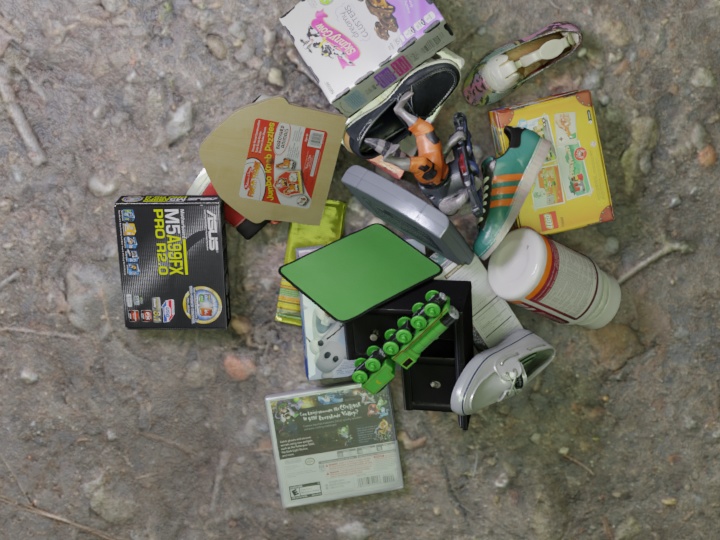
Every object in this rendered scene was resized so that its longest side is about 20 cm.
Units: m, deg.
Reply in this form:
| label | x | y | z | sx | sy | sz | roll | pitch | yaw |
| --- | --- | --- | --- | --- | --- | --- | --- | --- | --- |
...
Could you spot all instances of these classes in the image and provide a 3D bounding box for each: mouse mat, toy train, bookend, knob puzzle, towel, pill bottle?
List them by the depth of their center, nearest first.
| label | x | y | z | sx | sy | sz | roll | pitch | yaw |
| --- | --- | --- | --- | --- | --- | --- | --- | --- | --- |
| toy train | 0.062 | 0.102 | 1.515 | 0.056 | 0.042 | 0.200 | 36 | 122 | -17 |
| knob puzzle | -0.136 | -0.163 | 1.582 | 0.217 | 0.031 | 0.222 | -4 | 120 | -7 |
| mouse mat | 0.000 | 0.000 | 1.584 | 0.199 | 0.161 | 0.008 | -27 | 135 | -29 |
| bookend | 0.064 | 0.119 | 1.600 | 0.197 | 0.092 | 0.201 | 3 | 119 | 14 |
| pill bottle | 0.293 | 0.018 | 1.630 | 0.199 | 0.109 | 0.111 | 22 | 97 | -36 |
| towel | -0.076 | -0.012 | 1.685 | 0.085 | 0.018 | 0.203 | 8 | 97 | -5 |

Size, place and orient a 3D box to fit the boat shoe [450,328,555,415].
| label | x | y | z | sx | sy | sz | roll | pitch | yaw |
| --- | --- | --- | --- | --- | --- | --- | --- | --- | --- |
| boat shoe | 0.208 | 0.145 | 1.559 | 0.200 | 0.066 | 0.074 | -38 | 132 | -37 |

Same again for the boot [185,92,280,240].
| label | x | y | z | sx | sy | sz | roll | pitch | yaw |
| --- | --- | --- | --- | --- | --- | --- | --- | --- | --- |
| boot | -0.151 | -0.152 | 1.637 | 0.144 | 0.072 | 0.201 | 34 | 103 | -7 |

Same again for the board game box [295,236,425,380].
| label | x | y | z | sx | sy | sz | roll | pitch | yaw |
| --- | --- | --- | --- | --- | --- | --- | --- | --- | --- |
| board game box | 0.007 | 0.056 | 1.675 | 0.197 | 0.043 | 0.202 | -5 | 99 | -10 |

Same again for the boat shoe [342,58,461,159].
| label | x | y | z | sx | sy | sz | roll | pitch | yaw |
| --- | --- | --- | --- | --- | --- | --- | --- | --- | --- |
| boat shoe | 0.064 | -0.226 | 1.562 | 0.199 | 0.062 | 0.075 | -35 | 125 | 5 |

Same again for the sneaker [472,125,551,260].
| label | x | y | z | sx | sy | sz | roll | pitch | yaw |
| --- | --- | --- | --- | --- | --- | --- | --- | --- | --- |
| sneaker | 0.200 | -0.115 | 1.581 | 0.079 | 0.071 | 0.202 | 27 | 82 | 2 |

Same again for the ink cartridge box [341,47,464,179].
| label | x | y | z | sx | sy | sz | roll | pitch | yaw |
| --- | --- | --- | --- | --- | --- | --- | --- | --- | --- |
| ink cartridge box | 0.059 | -0.254 | 1.633 | 0.116 | 0.068 | 0.201 | 30 | 97 | -7 |

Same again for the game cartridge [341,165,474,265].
| label | x | y | z | sx | sy | sz | roll | pitch | yaw |
| --- | --- | --- | --- | --- | --- | --- | --- | --- | --- |
| game cartridge | 0.067 | -0.082 | 1.578 | 0.199 | 0.133 | 0.041 | 32 | 87 | 33 |

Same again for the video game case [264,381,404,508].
| label | x | y | z | sx | sy | sz | roll | pitch | yaw |
| --- | --- | --- | --- | --- | --- | --- | --- | --- | --- |
| video game case | -0.040 | 0.271 | 1.726 | 0.197 | 0.023 | 0.184 | -9 | 99 | -1 |

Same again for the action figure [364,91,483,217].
| label | x | y | z | sx | sy | sz | roll | pitch | yaw |
| --- | --- | --- | --- | --- | --- | --- | --- | --- | --- |
| action figure | 0.102 | -0.154 | 1.517 | 0.104 | 0.201 | 0.193 | -29 | 125 | 25 |

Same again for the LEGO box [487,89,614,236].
| label | x | y | z | sx | sy | sz | roll | pitch | yaw |
| --- | --- | --- | --- | --- | --- | --- | --- | --- | --- |
| LEGO box | 0.288 | -0.159 | 1.654 | 0.147 | 0.077 | 0.203 | -13 | 99 | -1 |

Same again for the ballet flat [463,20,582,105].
| label | x | y | z | sx | sy | sz | roll | pitch | yaw |
| --- | --- | --- | --- | --- | --- | --- | --- | --- | --- |
| ballet flat | 0.244 | -0.313 | 1.633 | 0.198 | 0.071 | 0.070 | -29 | 100 | 1 |

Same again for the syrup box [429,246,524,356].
| label | x | y | z | sx | sy | sz | roll | pitch | yaw |
| --- | --- | --- | --- | --- | --- | --- | --- | --- | --- |
| syrup box | 0.175 | 0.061 | 1.658 | 0.081 | 0.079 | 0.201 | -39 | 108 | -11 |

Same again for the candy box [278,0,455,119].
| label | x | y | z | sx | sy | sz | roll | pitch | yaw |
| --- | --- | --- | --- | --- | --- | --- | --- | --- | --- |
| candy box | 0.008 | -0.348 | 1.567 | 0.199 | 0.071 | 0.169 | -35 | 69 | 11 |

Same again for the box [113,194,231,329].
| label | x | y | z | sx | sy | sz | roll | pitch | yaw |
| --- | --- | --- | --- | --- | --- | --- | --- | --- | --- |
| box | -0.279 | -0.011 | 1.634 | 0.158 | 0.044 | 0.203 | 1 | 110 | 3 |
